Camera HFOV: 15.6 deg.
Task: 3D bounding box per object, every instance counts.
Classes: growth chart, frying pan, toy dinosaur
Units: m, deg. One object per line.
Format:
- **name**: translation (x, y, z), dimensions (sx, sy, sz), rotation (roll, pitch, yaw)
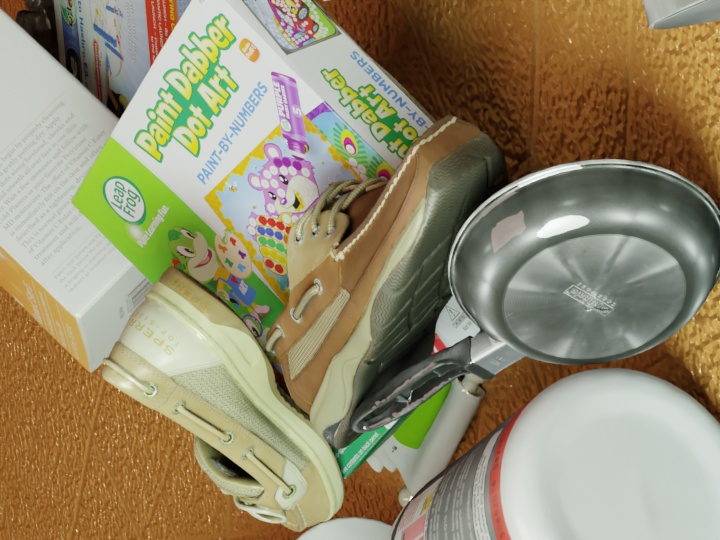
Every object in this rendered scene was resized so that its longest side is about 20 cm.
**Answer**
- **growth chart**: translation (-0.016, 0.029, 1.327), dimensions (0.200, 0.018, 0.145), rotation (40, 141, 25)
- **frying pan**: translation (0.059, 0.013, 1.070), dimensions (0.115, 0.189, 0.031), rotation (54, -159, -43)
- **toy dinosaur**: translation (-0.182, -0.133, 1.573), dimensions (0.201, 0.047, 0.088), rotation (67, 151, 18)

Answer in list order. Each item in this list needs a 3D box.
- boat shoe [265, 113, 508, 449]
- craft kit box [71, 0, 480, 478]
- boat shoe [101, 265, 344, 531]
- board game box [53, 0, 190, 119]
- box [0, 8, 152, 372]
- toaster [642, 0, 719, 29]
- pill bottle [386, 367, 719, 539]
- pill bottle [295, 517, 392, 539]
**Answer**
- **boat shoe**: translation (0.000, 0.000, 1.130), dimensions (0.074, 0.076, 0.200), rotation (44, 142, 15)
- **craft kit box**: translation (-0.027, -0.023, 1.229), dimensions (0.198, 0.048, 0.200), rotation (47, 142, 7)
- **boat shoe**: translation (-0.065, 0.075, 1.238), dimensions (0.073, 0.063, 0.201), rotation (35, 165, 30)
- **board game box**: translation (-0.104, -0.169, 1.404), dimensions (0.196, 0.056, 0.201), rotation (27, 125, 55)
- **box**: translation (-0.189, -0.057, 1.456), dimensions (0.200, 0.097, 0.124), rotation (43, 167, 10)
- **toaster**: translation (0.156, -0.185, 0.856), dimensions (0.200, 0.118, 0.182), rotation (-18, 87, 62)
- **pill bottle**: translation (0.076, 0.128, 1.141), dimensions (0.200, 0.115, 0.116), rotation (-45, 63, 58)
- **pill bottle**: translation (-0.028, 0.215, 1.374), dimensions (0.115, 0.114, 0.200), rotation (64, 149, 22)
